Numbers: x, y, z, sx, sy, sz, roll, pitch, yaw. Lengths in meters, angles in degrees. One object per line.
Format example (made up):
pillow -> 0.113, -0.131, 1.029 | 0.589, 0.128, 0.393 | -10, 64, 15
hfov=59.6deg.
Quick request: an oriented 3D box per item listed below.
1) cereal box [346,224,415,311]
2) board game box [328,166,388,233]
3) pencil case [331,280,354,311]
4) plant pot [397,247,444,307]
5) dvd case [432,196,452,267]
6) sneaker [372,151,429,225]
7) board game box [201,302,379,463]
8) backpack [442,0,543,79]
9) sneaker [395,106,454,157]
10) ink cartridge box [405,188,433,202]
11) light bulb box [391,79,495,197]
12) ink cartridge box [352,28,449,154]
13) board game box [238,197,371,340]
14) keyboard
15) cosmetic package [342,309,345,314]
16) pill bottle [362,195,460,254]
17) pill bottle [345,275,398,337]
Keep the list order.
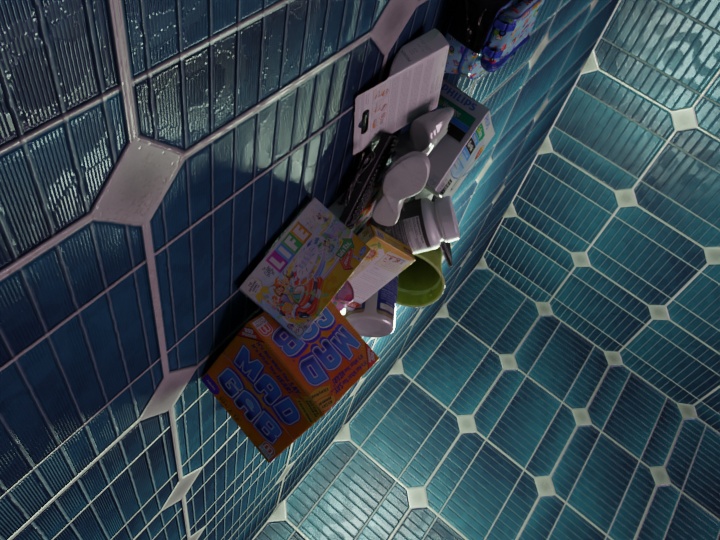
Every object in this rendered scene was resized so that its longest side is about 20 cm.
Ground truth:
cereal box -> 0.000, 0.000, 1.330 | 0.199, 0.040, 0.143 | -39, 139, 24
board game box -> -0.020, -0.115, 1.258 | 0.200, 0.034, 0.127 | -48, 164, -25
pencil case -> -0.097, 0.085, 1.293 | 0.200, 0.088, 0.087 | -47, 171, 30
plant pot -> 0.143, -0.039, 1.670 | 0.202, 0.197, 0.186 | 110, 2, -48
dvd case -> 0.207, -0.131, 1.644 | 0.202, 0.016, 0.150 | -88, 156, -43
sneaker -> 0.076, -0.176, 1.205 | 0.200, 0.074, 0.090 | 127, -16, -55
board game box -> -0.129, 0.182, 1.164 | 0.200, 0.200, 0.199 | -46, 173, 36
backpack -> 0.229, -0.437, 1.150 | 0.182, 0.134, 0.201 | -44, 165, -33
sneaker -> 0.128, -0.261, 1.223 | 0.088, 0.076, 0.200 | -37, -176, -14
ink cartridge box -> 0.090, -0.123, 1.536 | 0.200, 0.067, 0.117 | -45, 163, -33
light bulb box -> 0.189, -0.278, 1.392 | 0.202, 0.124, 0.198 | -55, 166, 8
ink cartridge box -> 0.058, -0.308, 1.097 | 0.198, 0.050, 0.162 | -31, 159, -15
board game box -> -0.093, -0.003, 1.071 | 0.201, 0.134, 0.034 | -52, -172, -12
keyboard -> 0.008, -0.160, 1.156 | 0.202, 0.020, 0.127 | -63, 162, 17
cosmetic package -> -0.075, 0.080, 1.491 | 0.083, 0.050, 0.199 | -62, 164, 19
pill bottle -> 0.112, -0.094, 1.383 | 0.196, 0.116, 0.114 | -14, 173, 14
pill bottle -> 0.029, 0.044, 1.482 | 0.120, 0.117, 0.203 | 97, 0, -63
